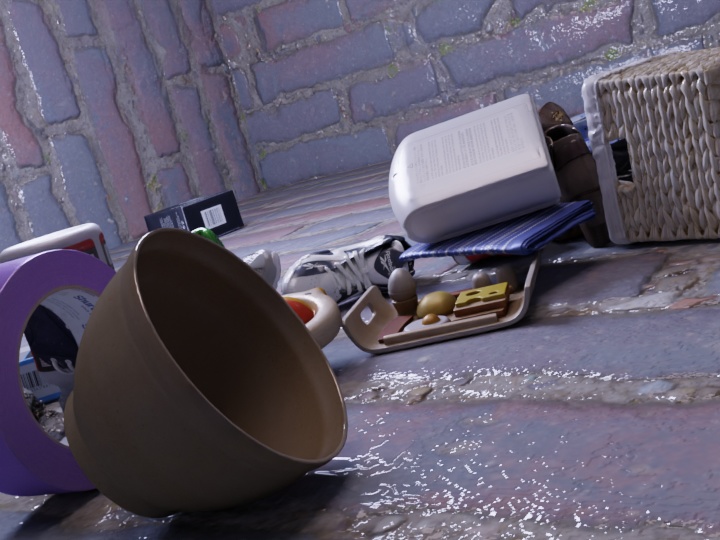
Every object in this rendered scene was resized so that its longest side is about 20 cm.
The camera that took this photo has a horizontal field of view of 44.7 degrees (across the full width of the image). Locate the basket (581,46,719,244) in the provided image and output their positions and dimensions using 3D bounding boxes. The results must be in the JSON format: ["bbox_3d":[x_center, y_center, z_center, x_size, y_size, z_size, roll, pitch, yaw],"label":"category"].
[{"bbox_3d":[0.384,-0.150,1.003,0.199,0.201,0.160,-23,14,-35],"label":"basket"}]

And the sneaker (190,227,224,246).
[{"bbox_3d":[-0.195,0.043,0.994,0.077,0.202,0.085,-4,-32,11],"label":"sneaker"}]

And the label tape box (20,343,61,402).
[{"bbox_3d":[-0.447,0.133,1.177,0.142,0.067,0.200,-18,12,-9],"label":"label tape box"}]

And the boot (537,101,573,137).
[{"bbox_3d":[0.181,-0.140,1.154,0.199,0.064,0.186,-36,3,38],"label":"boot"}]

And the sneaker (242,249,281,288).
[{"bbox_3d":[-0.186,0.033,1.089,0.199,0.082,0.075,-33,48,14],"label":"sneaker"}]

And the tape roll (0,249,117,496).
[{"bbox_3d":[-0.261,0.087,0.747,0.065,0.203,0.200,-10,12,25],"label":"tape roll"}]

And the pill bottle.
[{"bbox_3d":[-0.319,0.058,0.985,0.114,0.202,0.116,-15,10,3],"label":"pill bottle"}]

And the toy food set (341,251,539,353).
[{"bbox_3d":[0.090,0.023,0.926,0.198,0.061,0.144,-14,10,18],"label":"toy food set"}]

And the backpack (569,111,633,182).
[{"bbox_3d":[0.373,-0.172,1.297,0.198,0.156,0.190,-13,0,34],"label":"backpack"}]

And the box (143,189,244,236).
[{"bbox_3d":[-0.482,-0.142,2.528,0.199,0.119,0.196,-8,13,44],"label":"box"}]

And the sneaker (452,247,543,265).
[{"bbox_3d":[0.214,-0.069,1.189,0.112,0.072,0.200,-12,18,42],"label":"sneaker"}]

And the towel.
[{"bbox_3d":[0.158,-0.041,1.020,0.144,0.024,0.199,-28,15,-37],"label":"towel"}]

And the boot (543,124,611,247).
[{"bbox_3d":[0.267,-0.112,1.116,0.069,0.148,0.200,-21,10,-4],"label":"boot"}]

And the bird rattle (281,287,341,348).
[{"bbox_3d":[-0.099,0.061,0.875,0.161,0.114,0.200,-18,11,-2],"label":"bird rattle"}]

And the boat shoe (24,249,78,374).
[{"bbox_3d":[-0.267,0.085,0.891,0.092,0.201,0.075,-38,-10,5],"label":"boat shoe"}]

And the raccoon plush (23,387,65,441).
[{"bbox_3d":[-0.385,0.120,0.946,0.198,0.136,0.097,-12,10,22],"label":"raccoon plush"}]

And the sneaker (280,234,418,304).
[{"bbox_3d":[0.000,0.000,1.131,0.198,0.081,0.129,-12,-4,-42],"label":"sneaker"}]

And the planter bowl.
[{"bbox_3d":[-0.124,0.089,0.627,0.135,0.201,0.200,-41,3,18],"label":"planter bowl"}]

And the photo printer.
[{"bbox_3d":[0.129,-0.119,1.054,0.198,0.070,0.168,-18,41,14],"label":"photo printer"}]
